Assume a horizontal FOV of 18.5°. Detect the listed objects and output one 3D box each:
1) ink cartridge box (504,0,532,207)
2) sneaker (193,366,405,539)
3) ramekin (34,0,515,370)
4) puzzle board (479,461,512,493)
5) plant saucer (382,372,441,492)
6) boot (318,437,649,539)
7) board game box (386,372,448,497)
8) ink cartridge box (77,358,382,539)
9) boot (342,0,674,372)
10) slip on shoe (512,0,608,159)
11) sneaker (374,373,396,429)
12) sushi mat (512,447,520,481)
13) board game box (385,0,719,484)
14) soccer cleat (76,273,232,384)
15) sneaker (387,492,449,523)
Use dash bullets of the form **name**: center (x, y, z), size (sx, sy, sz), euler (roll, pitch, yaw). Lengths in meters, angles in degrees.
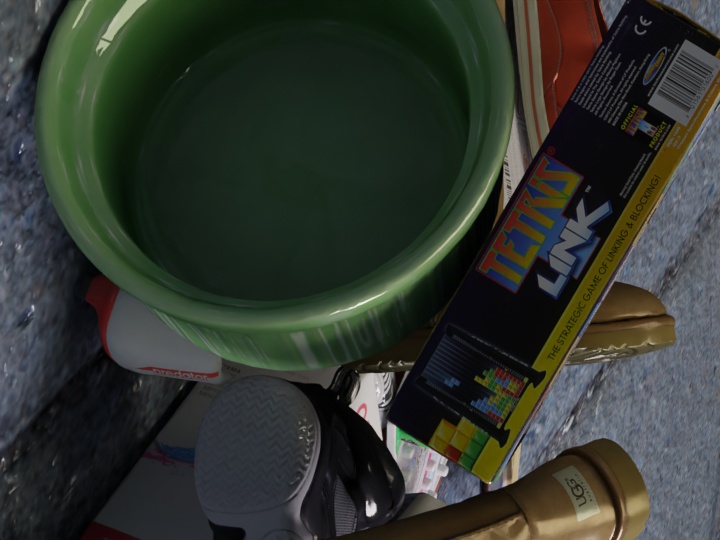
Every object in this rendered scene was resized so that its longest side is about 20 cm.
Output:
- **ink cartridge box**: center (0.066, -0.099, 1.221), size (0.176, 0.044, 0.202), euler (9, 74, -77)
- **sneaker**: center (-0.030, 0.143, 1.042), size (0.114, 0.075, 0.202), euler (-12, 111, -60)
- **ramekin**: center (-0.030, -0.055, 0.943), size (0.098, 0.199, 0.201), euler (70, 43, -68)
- **puzzle board**: center (0.092, 0.145, 1.519), size (0.200, 0.017, 0.152), euler (-86, 177, -60)
- **plant saucer**: center (0.024, 0.097, 1.368), size (0.200, 0.036, 0.201), euler (4, 104, -75)
- **boot**: center (0.010, 0.146, 0.963), size (0.199, 0.066, 0.176), euler (-17, 150, -30)
- **board game box**: center (0.062, 0.062, 1.328), size (0.201, 0.026, 0.201), euler (89, 21, -56)
- **ink cartridge box**: center (-0.068, 0.149, 1.154), size (0.200, 0.085, 0.148), euler (-52, 150, -34)
- **boot**: center (0.064, -0.054, 1.091), size (0.066, 0.174, 0.202), euler (90, -2, -84)
- **slip on shoe**: center (0.124, -0.097, 1.244), size (0.074, 0.061, 0.202), euler (-34, 118, -78)
- **sneaker**: center (0.000, 0.000, 1.207), size (0.115, 0.075, 0.200), euler (-58, 151, -23)
- **sushi mat**: center (0.109, 0.102, 1.566), size (0.201, 0.012, 0.096), euler (90, 2, -48)
- **board game box**: center (0.091, -0.016, 0.957), size (0.201, 0.056, 0.165), euler (-60, 175, 5)
- **soccer cleat**: center (-0.055, -0.036, 1.037), size (0.201, 0.085, 0.069), euler (-62, 156, -21)
- **sneaker**: center (0.010, 0.218, 1.106), size (0.200, 0.115, 0.081), euler (-59, -168, -12)
